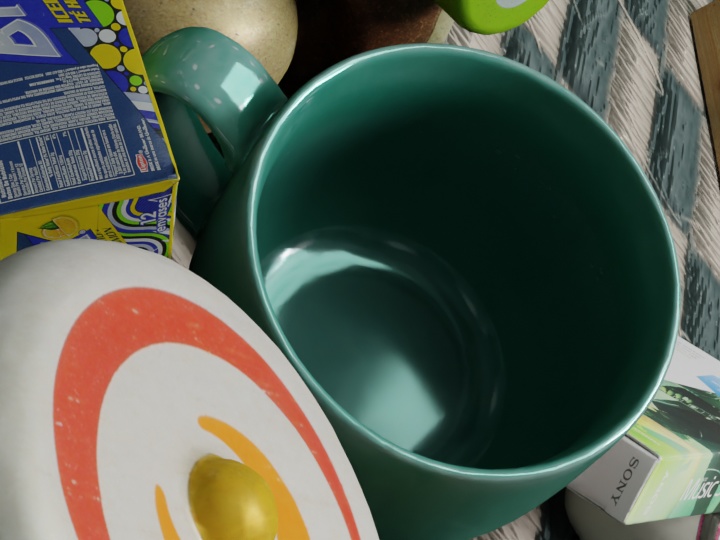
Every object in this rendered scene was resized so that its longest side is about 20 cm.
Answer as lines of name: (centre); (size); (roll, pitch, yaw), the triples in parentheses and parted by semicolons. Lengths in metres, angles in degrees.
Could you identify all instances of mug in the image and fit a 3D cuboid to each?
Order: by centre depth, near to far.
mug: (0.011, 0.002, 0.944); (0.152, 0.114, 0.185); (-15, 73, -24)

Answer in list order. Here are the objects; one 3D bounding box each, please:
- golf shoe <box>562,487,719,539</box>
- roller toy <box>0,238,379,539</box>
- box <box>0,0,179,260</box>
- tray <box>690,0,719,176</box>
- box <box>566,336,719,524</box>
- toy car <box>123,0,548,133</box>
golf shoe: (0.149, 0.163, 1.188); (0.088, 0.077, 0.200); (-38, 80, -29)
roller toy: (-0.080, 0.092, 0.783); (0.200, 0.140, 0.182); (56, 28, -13)
box: (-0.115, -0.084, 0.910); (0.070, 0.064, 0.200); (101, -26, -56)
tray: (0.242, -0.056, 1.597); (0.099, 0.037, 0.200); (37, 36, -41)
box: (0.103, 0.052, 1.172); (0.144, 0.036, 0.200); (32, 16, 26)
toy car: (-0.057, -0.110, 1.019); (0.200, 0.158, 0.164); (-14, 48, -36)
